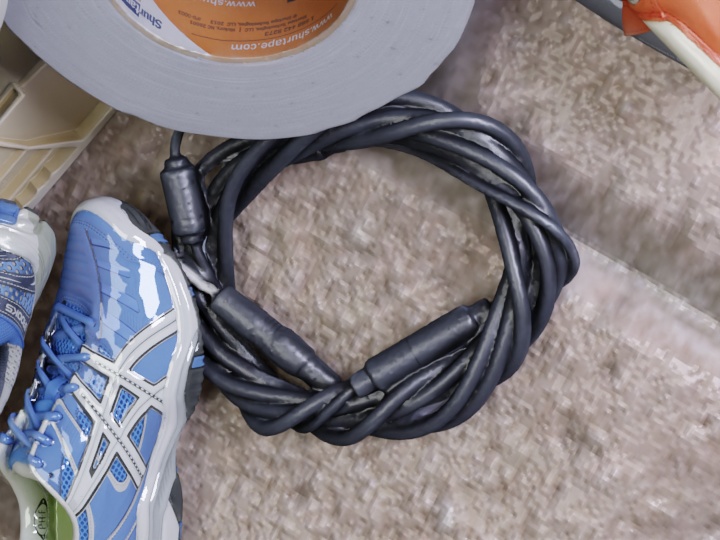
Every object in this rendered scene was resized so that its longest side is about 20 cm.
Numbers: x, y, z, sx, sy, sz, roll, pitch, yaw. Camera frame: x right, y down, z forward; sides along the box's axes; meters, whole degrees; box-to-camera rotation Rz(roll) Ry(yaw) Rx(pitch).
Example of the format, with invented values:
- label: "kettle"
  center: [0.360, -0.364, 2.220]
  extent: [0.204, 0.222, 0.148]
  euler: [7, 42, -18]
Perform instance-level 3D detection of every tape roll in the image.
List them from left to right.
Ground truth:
- label: "tape roll"
  center: [-0.051, -0.143, 0.771]
  extent: [0.200, 0.200, 0.066]
  euler: [-17, 47, 24]

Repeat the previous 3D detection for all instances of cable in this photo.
- label: "cable"
  center: [0.000, 0.000, 0.860]
  extent: [0.200, 0.051, 0.163]
  euler: [3, 96, 23]

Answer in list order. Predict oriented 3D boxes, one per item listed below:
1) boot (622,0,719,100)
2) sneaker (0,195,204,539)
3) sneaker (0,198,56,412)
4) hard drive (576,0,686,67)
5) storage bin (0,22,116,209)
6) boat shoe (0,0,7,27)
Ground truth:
- label: "boot"
  center: [0.118, -0.149, 0.739]
  extent: [0.200, 0.075, 0.107]
  euler: [48, 115, 10]
- label: "sneaker"
  center: [-0.124, 0.066, 0.892]
  extent: [0.076, 0.077, 0.200]
  euler: [10, 102, 45]
- label: "sneaker"
  center: [-0.202, 0.058, 0.900]
  extent: [0.077, 0.085, 0.200]
  euler: [15, 133, -13]
- label: "hard drive"
  center: [0.102, -0.185, 0.802]
  extent: [0.200, 0.042, 0.135]
  euler: [39, 108, 16]
- label: "storage bin"
  center: [-0.241, -0.105, 0.932]
  extent: [0.199, 0.094, 0.200]
  euler: [-46, 77, 20]
- label: "boat shoe"
  center: [-0.198, -0.060, 0.785]
  extent: [0.074, 0.060, 0.200]
  euler: [41, 135, 9]
